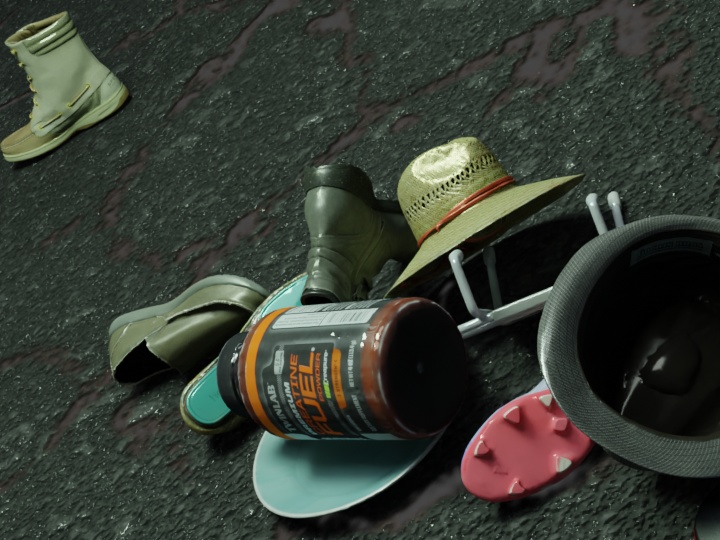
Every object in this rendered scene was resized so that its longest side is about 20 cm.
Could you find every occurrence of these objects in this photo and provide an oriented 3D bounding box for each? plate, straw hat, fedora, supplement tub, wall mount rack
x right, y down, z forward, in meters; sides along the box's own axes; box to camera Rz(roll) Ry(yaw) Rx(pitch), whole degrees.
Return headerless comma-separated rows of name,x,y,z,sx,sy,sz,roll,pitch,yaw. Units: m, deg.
plate,0.003,0.125,1.334,0.199,0.026,0.201,-28,30,17
straw hat,0.077,-0.060,1.369,0.200,0.085,0.201,-30,-6,-4
fedora,0.203,0.061,1.097,0.176,0.090,0.201,21,60,10
supplement tub,-0.021,0.078,1.293,0.199,0.107,0.107,-6,40,44
wall mount rack,0.149,-0.010,1.322,0.199,0.075,0.174,-23,-6,14

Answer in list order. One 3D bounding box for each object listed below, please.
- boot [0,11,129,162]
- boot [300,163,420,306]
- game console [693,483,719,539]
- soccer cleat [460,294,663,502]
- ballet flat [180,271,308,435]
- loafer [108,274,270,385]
boot,-0.431,-0.245,2.250,0.199,0.155,0.072,-27,29,16
boot,0.000,0.000,1.421,0.067,0.200,0.131,-5,73,26
game console,0.299,0.145,0.961,0.199,0.031,0.177,-32,28,9
soccer cleat,0.152,0.090,1.194,0.200,0.067,0.076,-44,-3,-3
ballet flat,-0.077,0.071,1.474,0.200,0.071,0.071,-43,28,-13
loafer,-0.159,0.064,1.574,0.199,0.075,0.070,-22,42,35
